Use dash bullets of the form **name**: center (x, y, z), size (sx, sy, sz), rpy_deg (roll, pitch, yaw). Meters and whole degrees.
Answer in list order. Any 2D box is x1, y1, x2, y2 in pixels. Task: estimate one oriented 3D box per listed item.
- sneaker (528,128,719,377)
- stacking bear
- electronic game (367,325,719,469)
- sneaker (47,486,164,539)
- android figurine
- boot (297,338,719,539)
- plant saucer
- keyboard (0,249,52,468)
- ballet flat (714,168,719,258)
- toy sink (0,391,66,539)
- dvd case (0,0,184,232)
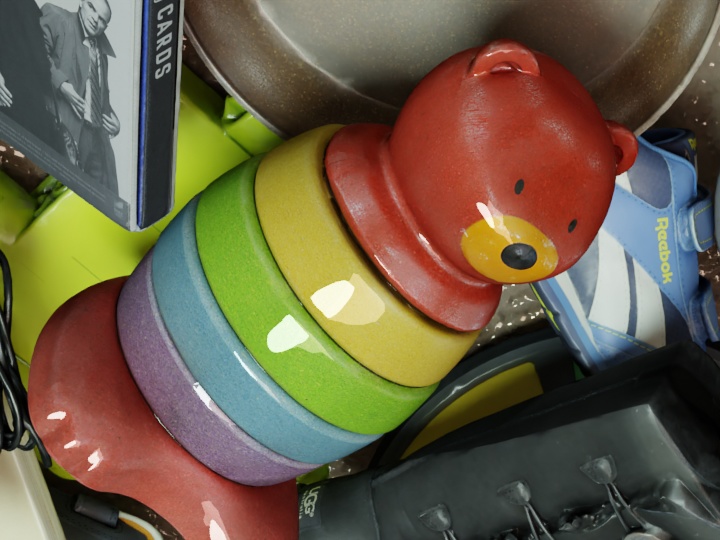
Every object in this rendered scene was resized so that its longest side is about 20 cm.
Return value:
- **sneaker**: center (0.103, -0.005, 0.953), size (0.082, 0.074, 0.200), rpy_deg (-29, 102, -1)
- **stacking bear**: center (0.000, 0.000, 0.864), size (0.200, 0.114, 0.121), rpy_deg (-36, 123, 24)
- **electronic game**: center (0.096, 0.109, 1.048), size (0.199, 0.042, 0.201), rpy_deg (-2, 118, -4)
- **sneaker**: center (-0.133, 0.121, 1.022), size (0.200, 0.079, 0.078), rpy_deg (45, 144, -1)
- **android figurine**: center (-0.068, 0.006, 0.973), size (0.182, 0.041, 0.200), rpy_deg (-40, 112, 16)
- **boot**: center (0.080, 0.116, 0.956), size (0.200, 0.066, 0.165), rpy_deg (-24, 126, 33)
- **plant saucer**: center (0.028, -0.121, 0.867), size (0.199, 0.032, 0.201), rpy_deg (5, 122, 9)
- **keyboard**: center (-0.164, 0.011, 0.880), size (0.104, 0.040, 0.201), rpy_deg (-9, 80, -30)
- **ballet flat**: center (0.175, 0.005, 0.980), size (0.073, 0.073, 0.200), rpy_deg (-27, 124, 10)
- **toy sink**: center (-0.227, 0.103, 0.933), size (0.199, 0.112, 0.131), rpy_deg (-12, 106, 23)
- **dvd case**: center (-0.116, -0.126, 0.835), size (0.025, 0.150, 0.200), rpy_deg (-34, 146, -36)
